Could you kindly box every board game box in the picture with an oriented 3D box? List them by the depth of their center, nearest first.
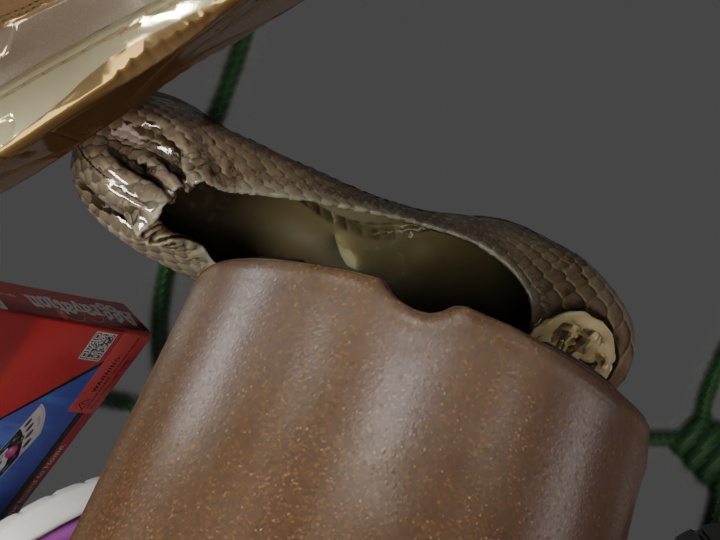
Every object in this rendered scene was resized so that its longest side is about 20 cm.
[{"bbox_3d":[-0.156,0.086,0.843,0.200,0.019,0.103,-52,152,14],"label":"board game box"}]

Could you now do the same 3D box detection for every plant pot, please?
[{"bbox_3d":[-0.013,0.115,0.793,0.200,0.200,0.199,25,74,-16],"label":"plant pot"}]

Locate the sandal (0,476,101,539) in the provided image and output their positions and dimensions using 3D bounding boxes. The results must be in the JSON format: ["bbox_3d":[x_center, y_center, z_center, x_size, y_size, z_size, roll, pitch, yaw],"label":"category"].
[{"bbox_3d":[-0.129,0.132,0.850,0.202,0.050,0.083,-27,147,-19],"label":"sandal"}]

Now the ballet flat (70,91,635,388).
[{"bbox_3d":[0.000,0.000,0.848,0.200,0.046,0.067,25,107,-16],"label":"ballet flat"}]

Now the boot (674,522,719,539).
[{"bbox_3d":[0.154,0.196,0.936,0.200,0.066,0.165,33,113,-15],"label":"boot"}]

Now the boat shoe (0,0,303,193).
[{"bbox_3d":[-0.061,-0.097,0.789,0.200,0.074,0.069,-33,86,-3],"label":"boat shoe"}]
